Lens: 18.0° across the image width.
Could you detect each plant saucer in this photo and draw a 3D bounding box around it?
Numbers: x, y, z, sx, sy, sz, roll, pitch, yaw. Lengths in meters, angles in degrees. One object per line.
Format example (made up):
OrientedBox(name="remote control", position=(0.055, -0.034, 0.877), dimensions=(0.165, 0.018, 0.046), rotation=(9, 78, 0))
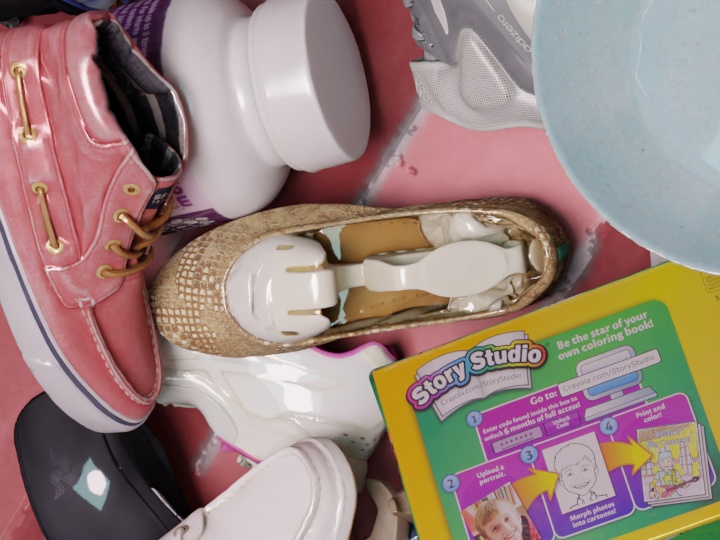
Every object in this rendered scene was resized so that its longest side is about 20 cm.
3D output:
OrientedBox(name="plant saucer", position=(0.174, -0.094, 0.968), dimensions=(0.201, 0.039, 0.201), rotation=(-2, 84, 17))

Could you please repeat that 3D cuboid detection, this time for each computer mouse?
OrientedBox(name="computer mouse", position=(-0.083, 0.139, 1.119), dimensions=(0.140, 0.046, 0.200), rotation=(-19, 107, 18))

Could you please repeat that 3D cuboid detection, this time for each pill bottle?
OrientedBox(name="pill bottle", position=(-0.102, -0.072, 1.088), dimensions=(0.200, 0.112, 0.112), rotation=(-12, 93, 19))

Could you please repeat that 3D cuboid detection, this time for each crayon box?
OrientedBox(name="crayon box", position=(0.115, 0.070, 0.985), dimensions=(0.200, 0.058, 0.119), rotation=(-21, 64, 9))

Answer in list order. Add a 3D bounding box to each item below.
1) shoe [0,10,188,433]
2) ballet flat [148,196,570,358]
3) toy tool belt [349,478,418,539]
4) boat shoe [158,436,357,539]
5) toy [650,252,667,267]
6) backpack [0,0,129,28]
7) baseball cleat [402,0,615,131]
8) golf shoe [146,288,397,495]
OrientedBox(name="shoe", position=(-0.114, -0.019, 1.014), dimensions=(0.091, 0.071, 0.200), rotation=(-12, 114, 25))
OrientedBox(name="ballet flat", position=(0.000, 0.000, 1.055), dimensions=(0.200, 0.065, 0.071), rotation=(-12, 95, -3))
OrientedBox(name="toy tool belt", position=(0.050, 0.142, 1.079), dimensions=(0.200, 0.125, 0.123), rotation=(-19, 60, 16))
OrientedBox(name="boat shoe", position=(-0.080, 0.154, 1.057), dimensions=(0.200, 0.069, 0.071), rotation=(-52, 46, 19))
OrientedBox(name="toy", position=(0.185, -0.080, 1.030), dimensions=(0.115, 0.047, 0.200), rotation=(-3, 101, 14))
OrientedBox(name="backpack", position=(-0.156, -0.217, 1.054), dimensions=(0.154, 0.200, 0.191), rotation=(-2, 90, 13))
OrientedBox(name="baseball cleat", position=(0.031, -0.136, 1.061), dimensions=(0.200, 0.070, 0.107), rotation=(43, 125, 19))
OrientedBox(name="golf shoe", position=(-0.072, 0.035, 1.121), dimensions=(0.200, 0.075, 0.092), rotation=(28, 93, 7))
